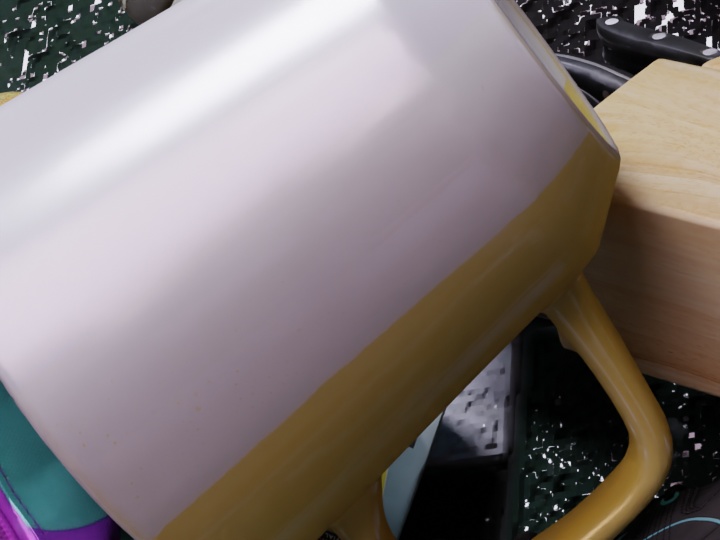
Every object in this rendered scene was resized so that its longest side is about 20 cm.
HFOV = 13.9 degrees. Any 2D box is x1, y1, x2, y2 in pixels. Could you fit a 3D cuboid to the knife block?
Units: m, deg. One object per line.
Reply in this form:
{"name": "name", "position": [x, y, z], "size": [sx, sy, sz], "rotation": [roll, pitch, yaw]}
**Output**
{"name": "knife block", "position": [0.086, -0.007, 0.846], "size": [0.175, 0.064, 0.200], "rotation": [-14, 30, 8]}

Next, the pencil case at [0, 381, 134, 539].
{"name": "pencil case", "position": [-0.096, 0.075, 0.794], "size": [0.085, 0.092, 0.200], "rotation": [-32, 82, -14]}

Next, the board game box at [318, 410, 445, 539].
{"name": "board game box", "position": [-0.073, 0.088, 0.874], "size": [0.150, 0.047, 0.201], "rotation": [25, 66, -9]}

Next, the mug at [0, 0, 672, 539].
{"name": "mug", "position": [-0.006, -0.008, 0.801], "size": [0.153, 0.187, 0.150], "rotation": [-38, 47, 9]}

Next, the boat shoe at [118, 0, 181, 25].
{"name": "boat shoe", "position": [-0.038, -0.172, 1.008], "size": [0.060, 0.072, 0.202], "rotation": [28, 107, 4]}

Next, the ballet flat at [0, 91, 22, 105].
{"name": "ballet flat", "position": [-0.104, -0.004, 0.997], "size": [0.071, 0.071, 0.200], "rotation": [-39, 53, 7]}

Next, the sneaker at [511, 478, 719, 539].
{"name": "sneaker", "position": [0.072, 0.096, 0.840], "size": [0.200, 0.075, 0.079], "rotation": [-43, 50, 4]}
